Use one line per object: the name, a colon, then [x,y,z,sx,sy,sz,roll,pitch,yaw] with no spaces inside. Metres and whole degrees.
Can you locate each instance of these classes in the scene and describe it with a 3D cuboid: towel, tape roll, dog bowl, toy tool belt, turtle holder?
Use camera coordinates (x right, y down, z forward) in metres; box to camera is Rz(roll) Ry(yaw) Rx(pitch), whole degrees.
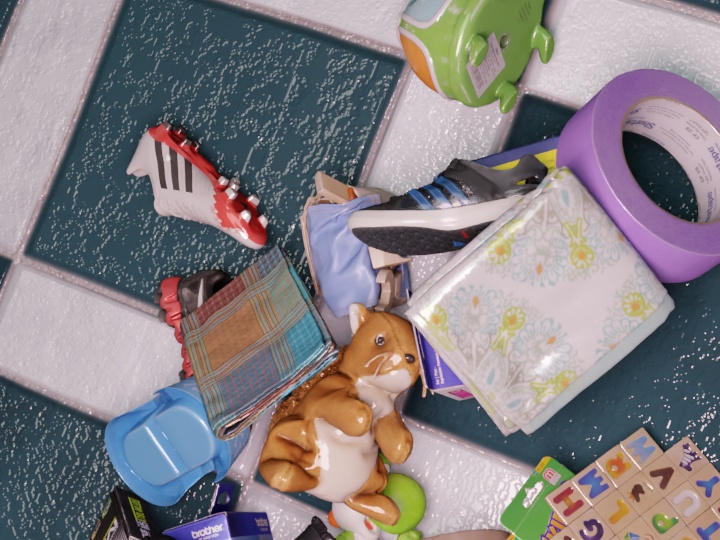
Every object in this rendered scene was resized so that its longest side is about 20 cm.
towel: [0.161,0.033,1.175,0.200,0.048,0.171,-41,107,1]
tape roll: [0.288,-0.091,1.245,0.200,0.066,0.200,11,60,-21]
towel: [-0.108,0.066,1.288,0.147,0.022,0.200,-38,36,5]
dog bowl: [-0.189,0.175,1.361,0.200,0.050,0.112,-33,93,45]
toy tool belt: [0.000,0.000,1.344,0.125,0.123,0.200,-20,76,17]
turtle holder: [0.118,-0.266,1.348,0.132,0.141,0.186,25,98,35]

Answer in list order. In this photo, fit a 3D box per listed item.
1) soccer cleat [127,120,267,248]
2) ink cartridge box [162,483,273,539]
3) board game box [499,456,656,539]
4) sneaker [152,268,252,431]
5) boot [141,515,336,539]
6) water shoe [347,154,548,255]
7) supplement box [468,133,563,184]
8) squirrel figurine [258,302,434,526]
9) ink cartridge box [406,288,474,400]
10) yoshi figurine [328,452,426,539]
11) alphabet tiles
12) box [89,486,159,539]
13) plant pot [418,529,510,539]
soccer cleat: [-0.181,-0.080,1.437,0.200,0.069,0.085,45,104,21]
ink cartridge box: [-0.132,0.320,1.324,0.076,0.136,0.200,-19,77,9]
board game box: [0.229,0.270,1.229,0.200,0.030,0.096,39,56,8]
sneaker: [-0.148,0.086,1.401,0.098,0.071,0.201,-25,74,13]
boot: [-0.093,0.292,1.220,0.162,0.073,0.198,-36,86,-5]
water shoe: [0.087,-0.065,1.258,0.200,0.072,0.079,-4,64,16]
supplement box: [0.185,-0.018,1.302,0.109,0.110,0.200,-15,77,14]
squirrel figurine: [-0.013,0.124,1.272,0.141,0.200,0.187,22,90,-19]
ink cartridge box: [0.085,0.073,1.269,0.037,0.200,0.095,-13,79,13]
yoshi figurine: [0.012,0.284,1.312,0.112,0.112,0.200,11,82,2]
alphabet tiles: [0.274,0.246,1.230,0.200,0.006,0.167,-30,71,-25]
box: [-0.269,0.342,1.339,0.047,0.193,0.200,25,90,-14]
plant pot: [0.101,0.344,1.232,0.200,0.200,0.174,-15,67,13]
